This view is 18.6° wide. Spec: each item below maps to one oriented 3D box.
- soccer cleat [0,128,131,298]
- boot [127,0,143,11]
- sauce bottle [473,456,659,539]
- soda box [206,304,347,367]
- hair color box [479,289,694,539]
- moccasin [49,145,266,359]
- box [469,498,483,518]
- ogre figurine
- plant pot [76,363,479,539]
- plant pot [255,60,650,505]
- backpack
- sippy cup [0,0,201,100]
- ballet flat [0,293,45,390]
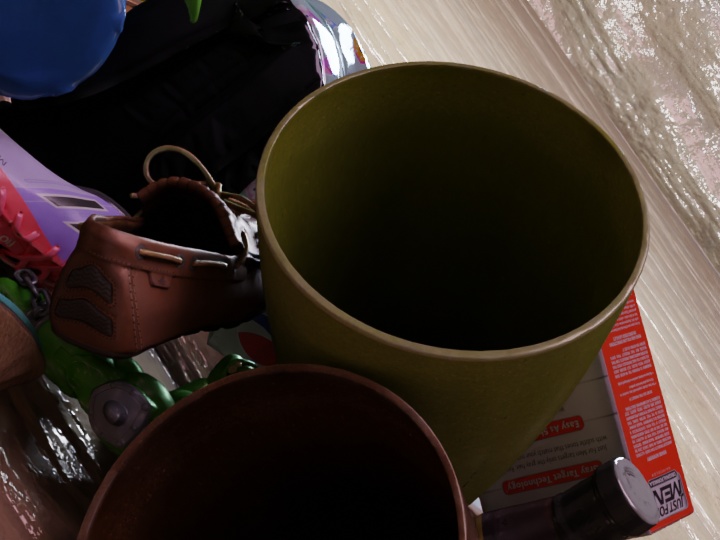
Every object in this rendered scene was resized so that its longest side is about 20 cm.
[{"bbox_3d":[-0.179,-0.028,1.125,0.200,0.068,0.073,44,18,-17],"label":"soccer cleat"},{"bbox_3d":[-0.127,-0.075,1.375,0.200,0.076,0.156,54,13,-37],"label":"boot"},{"bbox_3d":[0.067,0.163,1.169,0.066,0.199,0.066,44,24,-25],"label":"sauce bottle"},{"bbox_3d":[0.000,0.000,1.254,0.068,0.064,0.200,32,34,19],"label":"soda box"},{"bbox_3d":[0.103,0.051,1.207,0.061,0.101,0.202,-10,85,-57],"label":"hair color box"},{"bbox_3d":[-0.086,-0.014,1.072,0.073,0.078,0.201,21,16,23],"label":"moccasin"},{"bbox_3d":[0.036,0.144,1.298,0.200,0.106,0.153,46,17,-24],"label":"box"},{"bbox_3d":[-0.093,0.078,1.106,0.120,0.098,0.201,44,-13,53],"label":"ogre figurine"},{"bbox_3d":[-0.010,0.170,1.029,0.188,0.186,0.200,64,6,33],"label":"plant pot"},{"bbox_3d":[0.031,0.034,1.090,0.201,0.185,0.188,100,-27,-47],"label":"plant pot"},{"bbox_3d":[-0.089,-0.080,1.240,0.168,0.200,0.126,57,16,16],"label":"backpack"},{"bbox_3d":[-0.176,-0.155,1.121,0.140,0.177,0.131,62,0,-32],"label":"sippy cup"},{"bbox_3d":[-0.199,0.018,0.948,0.200,0.067,0.073,64,32,-54],"label":"ballet flat"}]
